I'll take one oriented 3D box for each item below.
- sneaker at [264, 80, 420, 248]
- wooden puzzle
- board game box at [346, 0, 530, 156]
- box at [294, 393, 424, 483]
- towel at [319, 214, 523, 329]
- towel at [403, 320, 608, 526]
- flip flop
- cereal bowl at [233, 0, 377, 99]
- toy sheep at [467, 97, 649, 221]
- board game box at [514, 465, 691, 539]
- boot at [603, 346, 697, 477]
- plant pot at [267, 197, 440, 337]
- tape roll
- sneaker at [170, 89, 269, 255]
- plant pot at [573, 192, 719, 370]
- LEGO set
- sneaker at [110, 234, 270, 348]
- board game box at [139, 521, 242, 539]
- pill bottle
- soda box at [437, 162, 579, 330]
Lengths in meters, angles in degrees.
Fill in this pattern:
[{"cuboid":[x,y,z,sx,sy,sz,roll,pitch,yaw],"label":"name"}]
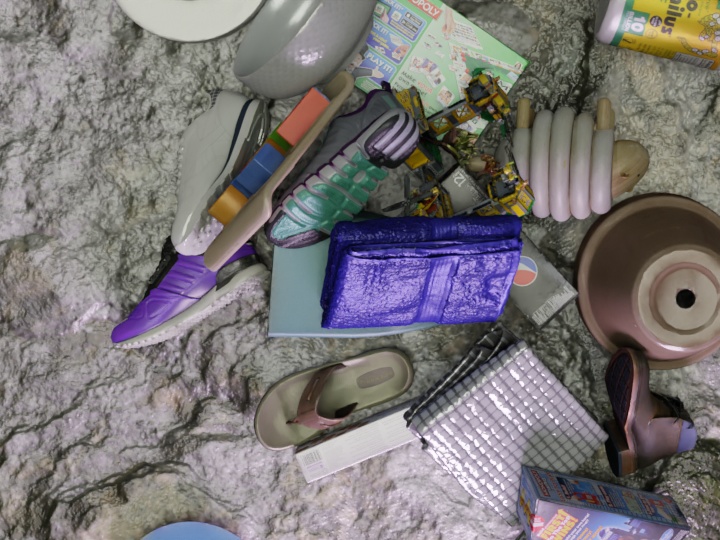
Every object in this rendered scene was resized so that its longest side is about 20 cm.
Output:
[{"cuboid":[-0.025,-0.107,1.429,0.200,0.088,0.074,-39,132,15],"label":"sneaker"},{"cuboid":[-0.097,-0.111,1.456,0.046,0.185,0.200,36,59,-10],"label":"wooden puzzle"},{"cuboid":[0.073,-0.236,1.553,0.200,0.029,0.135,34,96,-2],"label":"board game box"},{"cuboid":[0.021,0.189,1.596,0.199,0.039,0.042,-24,96,5],"label":"box"},{"cuboid":[0.063,0.008,1.420,0.199,0.050,0.148,-2,134,-12],"label":"towel"},{"cuboid":[0.161,0.170,1.541,0.165,0.086,0.200,-41,119,7],"label":"towel"},{"cuboid":[-0.033,0.148,1.584,0.199,0.058,0.081,-21,95,4],"label":"flip flop"},{"cuboid":[-0.046,-0.264,1.480,0.083,0.200,0.200,35,97,-23],"label":"cereal bowl"},{"cuboid":[0.218,-0.120,1.514,0.199,0.138,0.139,1,96,17],"label":"toy sheep"},{"cuboid":[0.233,0.310,1.551,0.199,0.062,0.200,29,110,-26],"label":"board game box"},{"cuboid":[0.328,0.149,1.534,0.096,0.075,0.201,-12,137,-6],"label":"boot"},{"cuboid":[0.000,0.000,1.531,0.199,0.141,0.142,4,97,-4],"label":"plant pot"},{"cuboid":[-0.192,-0.358,1.547,0.202,0.037,0.204,0,96,3],"label":"tape roll"},{"cuboid":[-0.173,-0.110,1.540,0.080,0.076,0.201,18,70,13],"label":"sneaker"},{"cuboid":[0.340,0.018,1.498,0.199,0.175,0.201,0,95,2],"label":"plant pot"},{"cuboid":[0.092,-0.132,1.450,0.153,0.116,0.201,-17,58,25],"label":"LEGO set"},{"cuboid":[-0.209,0.012,1.577,0.199,0.070,0.100,-30,84,5],"label":"sneaker"},{"cuboid":[-0.197,0.394,1.630,0.157,0.039,0.201,-10,91,8],"label":"board game box"},{"cuboid":[0.365,-0.282,1.494,0.199,0.113,0.113,14,97,1],"label":"pill bottle"},{"cuboid":[0.156,-0.028,1.550,0.063,0.071,0.200,-42,93,5],"label":"soda box"}]
